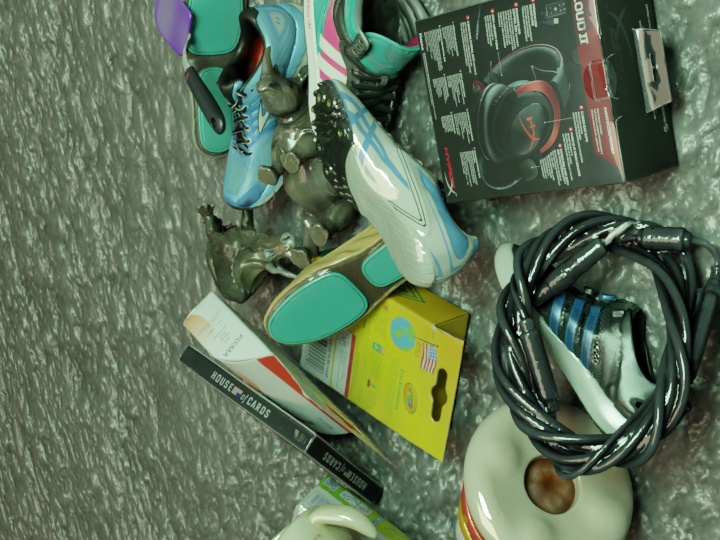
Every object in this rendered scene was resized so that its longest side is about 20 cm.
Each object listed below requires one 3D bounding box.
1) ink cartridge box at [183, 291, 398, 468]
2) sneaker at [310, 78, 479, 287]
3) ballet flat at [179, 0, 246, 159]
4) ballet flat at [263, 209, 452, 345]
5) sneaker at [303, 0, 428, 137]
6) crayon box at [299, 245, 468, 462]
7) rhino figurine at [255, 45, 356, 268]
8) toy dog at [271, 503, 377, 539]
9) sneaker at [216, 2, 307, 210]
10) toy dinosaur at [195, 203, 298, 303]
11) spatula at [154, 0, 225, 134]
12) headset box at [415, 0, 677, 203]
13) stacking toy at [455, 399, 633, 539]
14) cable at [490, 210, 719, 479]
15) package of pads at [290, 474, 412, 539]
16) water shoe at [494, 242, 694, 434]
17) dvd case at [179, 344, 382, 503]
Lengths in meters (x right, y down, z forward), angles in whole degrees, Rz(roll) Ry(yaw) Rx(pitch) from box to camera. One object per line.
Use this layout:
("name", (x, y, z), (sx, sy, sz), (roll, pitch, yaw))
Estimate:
("ink cartridge box", (-0.068, 0.119, 1.163), (0.050, 0.162, 0.200), (-46, 42, 0))
("sneaker", (0.024, -0.077, 1.014), (0.202, 0.072, 0.072), (57, 146, 15))
("ballet flat", (-0.153, -0.217, 1.240), (0.064, 0.066, 0.204), (-129, 39, -68))
("ballet flat", (0.000, 0.000, 1.089), (0.198, 0.063, 0.069), (-30, 117, 16))
("sneaker", (0.014, -0.171, 1.056), (0.120, 0.083, 0.204), (1, 102, 57))
("crayon box", (0.029, 0.074, 1.136), (0.199, 0.050, 0.129), (31, 123, 39))
("rhino figurine", (-0.056, -0.110, 1.118), (0.059, 0.088, 0.203), (-3, 119, 30))
("toy dog", (-0.022, 0.330, 1.127), (0.193, 0.139, 0.201), (-40, 84, 11))
("sneaker", (-0.108, -0.159, 1.160), (0.078, 0.089, 0.204), (21, 104, 42))
("toy dinosaur", (-0.128, -0.009, 1.228), (0.200, 0.076, 0.104), (137, 124, -62))
("spatula", (-0.163, -0.199, 1.166), (0.202, 0.020, 0.057), (65, 146, 36))
("headset box", (0.145, -0.137, 0.921), (0.198, 0.074, 0.151), (-4, 99, 49))
("stacking toy", (0.129, 0.208, 1.034), (0.147, 0.145, 0.201), (58, 153, 16))
("cable", (0.170, 0.052, 0.895), (0.161, 0.051, 0.203), (17, 82, 25))
("package of pads", (-0.015, 0.331, 1.234), (0.153, 0.068, 0.202), (33, 126, 20))
("water shoe", (0.185, 0.046, 0.958), (0.079, 0.071, 0.201), (-41, 68, 17))
("dvd case", (-0.080, 0.155, 1.231), (0.199, 0.150, 0.025), (29, 79, 39))
